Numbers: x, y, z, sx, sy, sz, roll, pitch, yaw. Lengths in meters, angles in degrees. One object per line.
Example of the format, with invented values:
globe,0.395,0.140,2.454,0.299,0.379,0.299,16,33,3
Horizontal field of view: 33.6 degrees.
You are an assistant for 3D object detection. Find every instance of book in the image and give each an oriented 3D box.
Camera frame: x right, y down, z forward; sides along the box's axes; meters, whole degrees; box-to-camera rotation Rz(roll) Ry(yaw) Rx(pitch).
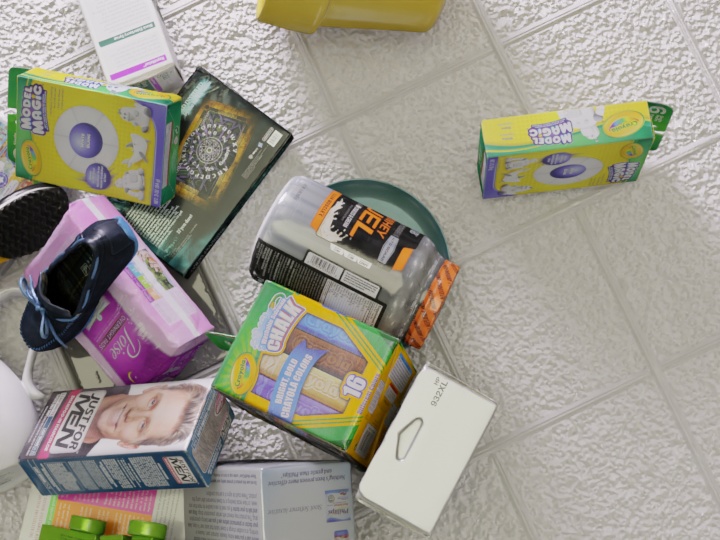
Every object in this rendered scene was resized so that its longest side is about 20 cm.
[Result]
book,-0.257,0.267,1.283,0.198,0.048,0.135,10,80,3

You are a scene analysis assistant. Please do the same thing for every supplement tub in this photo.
supplement tub,-0.005,-0.005,1.239,0.199,0.123,0.123,26,85,4

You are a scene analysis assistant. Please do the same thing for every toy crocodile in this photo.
toy crocodile,-0.248,0.289,1.212,0.199,0.062,0.068,-1,71,26

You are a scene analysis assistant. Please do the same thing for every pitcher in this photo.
pitcher,-0.396,0.126,1.273,0.171,0.121,0.201,-26,71,-6

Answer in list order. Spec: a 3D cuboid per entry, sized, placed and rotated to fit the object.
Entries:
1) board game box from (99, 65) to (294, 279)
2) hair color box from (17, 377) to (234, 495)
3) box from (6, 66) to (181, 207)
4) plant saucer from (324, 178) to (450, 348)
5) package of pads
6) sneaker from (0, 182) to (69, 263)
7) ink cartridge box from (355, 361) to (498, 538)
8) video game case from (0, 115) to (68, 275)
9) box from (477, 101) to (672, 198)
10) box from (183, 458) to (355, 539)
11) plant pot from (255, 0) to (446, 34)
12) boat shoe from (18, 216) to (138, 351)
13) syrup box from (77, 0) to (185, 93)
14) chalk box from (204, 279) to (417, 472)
board game box,-0.187,-0.111,1.332,0.135,0.028,0.200,37,87,6
hair color box,-0.239,0.171,1.221,0.199,0.061,0.100,-7,39,20
box,-0.296,-0.147,1.284,0.199,0.048,0.118,13,113,12
plant saucer,0.000,0.000,1.312,0.198,0.027,0.202,0,82,2
package of pads,-0.261,0.032,1.274,0.200,0.076,0.121,49,126,7
sneaker,-0.415,-0.039,1.296,0.200,0.070,0.090,-41,44,-19
ink cartridge box,0.066,0.179,1.201,0.083,0.200,0.146,28,85,6
video game case,-0.440,-0.110,1.348,0.199,0.018,0.144,36,85,6
box,0.227,-0.127,1.265,0.198,0.117,0.049,-9,71,1
box,-0.092,0.293,1.194,0.104,0.184,0.202,1,82,-32
plant pot,0.001,-0.342,1.281,0.188,0.201,0.202,13,84,-12
boat shoe,-0.304,0.014,1.206,0.084,0.069,0.200,45,123,11
syrup box,-0.268,-0.294,1.332,0.081,0.079,0.201,-19,83,0
chalk box,-0.062,0.099,1.214,0.199,0.124,0.124,25,78,18
